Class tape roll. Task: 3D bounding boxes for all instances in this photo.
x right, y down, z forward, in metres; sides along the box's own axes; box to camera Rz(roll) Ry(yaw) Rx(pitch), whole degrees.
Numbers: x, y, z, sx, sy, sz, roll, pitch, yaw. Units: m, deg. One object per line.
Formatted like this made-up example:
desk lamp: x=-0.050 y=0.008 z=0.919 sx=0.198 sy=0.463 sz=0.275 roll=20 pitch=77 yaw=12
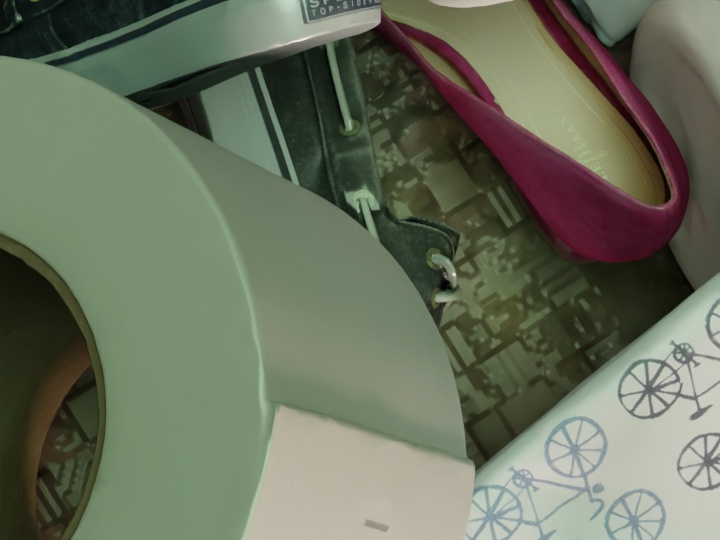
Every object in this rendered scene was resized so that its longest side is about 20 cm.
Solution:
tape roll: x=-0.085 y=0.054 z=0.669 sx=0.202 sy=0.139 sz=0.204 roll=-5 pitch=77 yaw=23

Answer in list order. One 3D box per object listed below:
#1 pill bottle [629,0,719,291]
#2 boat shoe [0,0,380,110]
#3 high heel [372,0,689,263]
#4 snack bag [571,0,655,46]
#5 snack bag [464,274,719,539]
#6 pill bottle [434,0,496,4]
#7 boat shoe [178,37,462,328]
pill bottle: x=0.199 y=-0.060 z=0.783 sx=0.199 sy=0.116 sz=0.117 roll=-15 pitch=86 yaw=-10
boat shoe: x=-0.074 y=-0.095 z=0.710 sx=0.071 sy=0.200 sz=0.091 roll=-16 pitch=92 yaw=-44
high heel: x=0.037 y=-0.088 z=0.770 sx=0.067 sy=0.096 sz=0.201 roll=-29 pitch=89 yaw=-11
snack bag: x=0.088 y=-0.190 z=0.746 sx=0.189 sy=0.200 sz=0.021 roll=51 pitch=40 yaw=-7
snack bag: x=0.153 y=0.087 z=0.718 sx=0.188 sy=0.021 sz=0.200 roll=-39 pitch=101 yaw=3
pill bottle: x=0.026 y=-0.187 z=0.684 sx=0.116 sy=0.116 sz=0.201 roll=-27 pitch=111 yaw=-11
boat shoe: x=0.000 y=0.000 z=0.765 sx=0.071 sy=0.072 sz=0.201 roll=-20 pitch=84 yaw=-7
